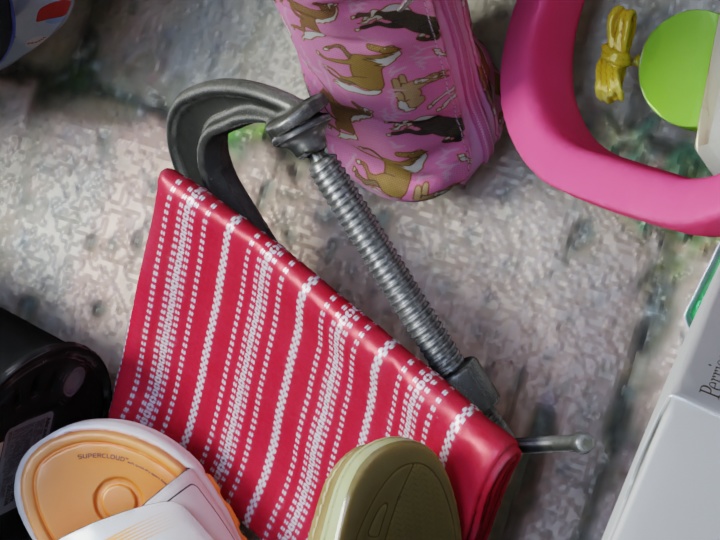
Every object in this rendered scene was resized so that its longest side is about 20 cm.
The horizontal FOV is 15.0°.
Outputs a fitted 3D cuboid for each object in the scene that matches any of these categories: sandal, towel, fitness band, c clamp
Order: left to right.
[{"bbox_3d":[-0.069,0.150,1.133,0.079,0.059,0.207,-36,87,7],"label":"sandal"},{"bbox_3d":[-0.025,0.066,1.126,0.200,0.022,0.145,38,135,24],"label":"towel"},{"bbox_3d":[0.000,0.000,1.097,0.200,0.027,0.171,55,152,-4],"label":"c clamp"},{"bbox_3d":[0.120,-0.089,1.023,0.200,0.037,0.144,23,99,57],"label":"fitness band"}]

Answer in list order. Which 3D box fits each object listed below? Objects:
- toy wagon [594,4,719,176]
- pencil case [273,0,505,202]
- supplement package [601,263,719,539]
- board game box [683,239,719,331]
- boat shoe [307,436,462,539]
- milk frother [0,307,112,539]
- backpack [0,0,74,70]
[{"bbox_3d":[0.190,-0.072,1.065,0.200,0.040,0.155,11,90,27],"label":"toy wagon"},{"bbox_3d":[0.009,-0.103,1.069,0.083,0.200,0.087,-13,65,3],"label":"pencil case"},{"bbox_3d":[0.190,0.100,0.953,0.200,0.121,0.120,22,120,6],"label":"supplement package"},{"bbox_3d":[0.249,-0.021,1.000,0.200,0.026,0.200,27,97,5],"label":"board game box"},{"bbox_3d":[-0.007,0.155,1.078,0.063,0.073,0.201,27,123,46],"label":"boat shoe"},{"bbox_3d":[-0.248,0.071,1.177,0.188,0.200,0.181,28,101,26],"label":"milk frother"},{"bbox_3d":[-0.219,-0.162,1.194,0.200,0.154,0.191,-21,82,48],"label":"backpack"}]
